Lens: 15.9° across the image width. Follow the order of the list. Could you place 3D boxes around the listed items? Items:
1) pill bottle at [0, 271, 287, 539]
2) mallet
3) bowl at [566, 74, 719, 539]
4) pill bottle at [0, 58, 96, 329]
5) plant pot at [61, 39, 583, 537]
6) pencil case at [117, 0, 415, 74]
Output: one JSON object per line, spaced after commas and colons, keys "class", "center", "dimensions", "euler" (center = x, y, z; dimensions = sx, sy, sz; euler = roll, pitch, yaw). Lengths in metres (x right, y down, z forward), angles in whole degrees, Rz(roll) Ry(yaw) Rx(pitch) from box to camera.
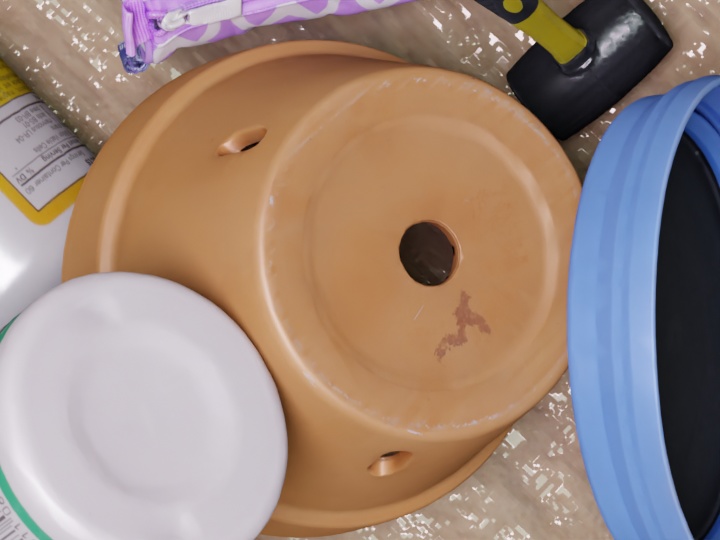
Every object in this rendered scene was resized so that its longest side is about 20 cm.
{"class": "pill bottle", "center": [-0.121, 0.087, 0.945], "dimensions": [0.113, 0.113, 0.200], "euler": [54, 140, 0]}
{"class": "mallet", "center": [0.071, -0.106, 0.987], "dimensions": [0.066, 0.200, 0.041], "euler": [-38, 68, 5]}
{"class": "bowl", "center": [0.133, 0.026, 0.990], "dimensions": [0.039, 0.201, 0.201], "euler": [-3, 96, 29]}
{"class": "pill bottle", "center": [-0.165, -0.025, 1.067], "dimensions": [0.200, 0.113, 0.113], "euler": [45, 100, 2]}
{"class": "plant pot", "center": [0.000, 0.000, 0.989], "dimensions": [0.200, 0.140, 0.200], "euler": [3, 81, -23]}
{"class": "pencil case", "center": [-0.008, -0.139, 1.029], "dimensions": [0.200, 0.086, 0.084], "euler": [-15, 124, -2]}
